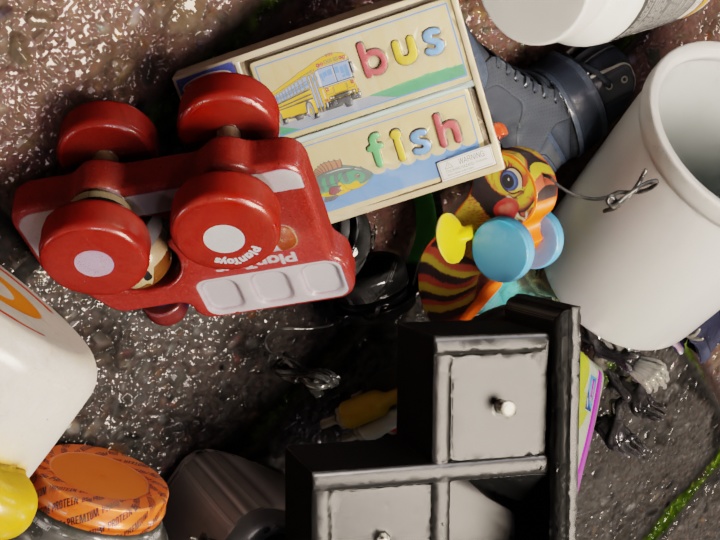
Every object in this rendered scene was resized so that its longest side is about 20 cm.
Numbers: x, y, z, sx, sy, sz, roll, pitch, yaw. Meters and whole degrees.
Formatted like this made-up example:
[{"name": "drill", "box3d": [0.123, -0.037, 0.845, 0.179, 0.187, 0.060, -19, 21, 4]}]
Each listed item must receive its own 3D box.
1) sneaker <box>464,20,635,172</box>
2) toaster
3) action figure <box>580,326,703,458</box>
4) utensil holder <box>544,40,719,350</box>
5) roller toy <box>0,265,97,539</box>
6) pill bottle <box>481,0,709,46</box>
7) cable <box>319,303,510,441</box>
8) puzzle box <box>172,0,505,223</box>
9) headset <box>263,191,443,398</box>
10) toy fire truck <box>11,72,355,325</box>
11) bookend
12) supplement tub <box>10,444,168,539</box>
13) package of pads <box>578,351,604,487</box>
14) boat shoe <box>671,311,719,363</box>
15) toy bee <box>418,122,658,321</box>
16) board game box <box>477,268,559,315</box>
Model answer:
[{"name": "sneaker", "box3d": [0.129, -0.155, 0.862, 0.146, 0.077, 0.203, -36, 135, -2]}, {"name": "toaster", "box3d": [-0.079, 0.216, 0.853, 0.199, 0.129, 0.114, 31, 90, -38]}, {"name": "action figure", "box3d": [0.251, 0.066, 1.018, 0.119, 0.101, 0.201, -39, 131, -35]}, {"name": "utensil holder", "box3d": [0.254, -0.051, 0.891, 0.169, 0.171, 0.200, -14, 156, -28]}, {"name": "roller toy", "box3d": [-0.256, 0.059, 0.639, 0.199, 0.182, 0.140, 38, 88, -12]}, {"name": "pill bottle", "box3d": [0.180, -0.228, 0.820, 0.199, 0.116, 0.118, -24, 122, -44]}, {"name": "cable", "box3d": [0.063, 0.089, 0.888, 0.199, 0.051, 0.097, -29, 151, 36]}, {"name": "puzzle box", "box3d": [-0.013, -0.103, 0.763, 0.198, 0.025, 0.134, -18, 111, 7]}, {"name": "headset", "box3d": [0.000, 0.000, 0.839, 0.201, 0.094, 0.124, -54, 128, -17]}, {"name": "toy fire truck", "box3d": [-0.113, -0.022, 0.733, 0.198, 0.113, 0.169, -11, 139, 7]}, {"name": "bookend", "box3d": [0.039, 0.121, 0.748, 0.197, 0.092, 0.202, 0, 94, -17]}, {"name": "supplement tub", "box3d": [-0.207, 0.233, 0.781, 0.122, 0.122, 0.202, 12, 102, -36]}, {"name": "package of pads", "box3d": [0.137, 0.157, 0.910, 0.154, 0.068, 0.202, 31, 72, -65]}, {"name": "boat shoe", "box3d": [0.310, 0.004, 1.052, 0.093, 0.074, 0.200, -50, 128, -15]}, {"name": "toy bee", "box3d": [0.109, -0.049, 0.829, 0.199, 0.109, 0.131, -35, 169, 15]}, {"name": "board game box", "box3d": [0.118, 0.083, 0.991, 0.134, 0.028, 0.202, 0, 109, -32]}]
